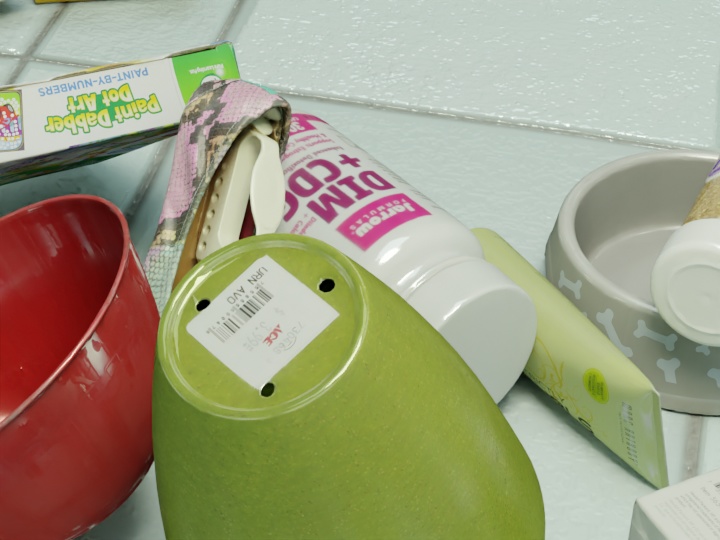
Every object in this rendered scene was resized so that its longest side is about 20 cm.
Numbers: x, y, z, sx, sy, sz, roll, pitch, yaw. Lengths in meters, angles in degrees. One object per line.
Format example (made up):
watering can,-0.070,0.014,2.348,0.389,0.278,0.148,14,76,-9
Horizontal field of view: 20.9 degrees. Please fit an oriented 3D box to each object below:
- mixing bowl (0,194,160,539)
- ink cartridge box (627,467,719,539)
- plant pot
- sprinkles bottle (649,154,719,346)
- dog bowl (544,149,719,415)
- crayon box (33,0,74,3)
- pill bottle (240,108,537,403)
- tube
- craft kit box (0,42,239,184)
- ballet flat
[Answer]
mixing bowl,-0.169,0.068,0.987,0.199,0.109,0.201,-27,32,18
ink cartridge box,0.246,0.142,0.972,0.199,0.068,0.115,-16,41,-21
plant pot,-0.022,0.078,0.891,0.186,0.200,0.188,-7,55,10
sprinkles bottle,0.227,-0.038,1.111,0.068,0.069,0.200,17,40,19
dog bowl,0.203,-0.001,1.165,0.199,0.059,0.201,2,38,-1
crayon box,-0.192,-0.262,1.490,0.125,0.052,0.200,-4,37,-8
pill bottle,0.000,0.000,1.107,0.113,0.114,0.200,-25,45,-31
tube,0.111,0.044,1.095,0.058,0.052,0.200,22,16,-42
craft kit box,-0.200,-0.079,1.140,0.197,0.049,0.200,-13,0,-35
ballet flat,-0.078,-0.006,1.057,0.071,0.201,0.069,9,-5,45
